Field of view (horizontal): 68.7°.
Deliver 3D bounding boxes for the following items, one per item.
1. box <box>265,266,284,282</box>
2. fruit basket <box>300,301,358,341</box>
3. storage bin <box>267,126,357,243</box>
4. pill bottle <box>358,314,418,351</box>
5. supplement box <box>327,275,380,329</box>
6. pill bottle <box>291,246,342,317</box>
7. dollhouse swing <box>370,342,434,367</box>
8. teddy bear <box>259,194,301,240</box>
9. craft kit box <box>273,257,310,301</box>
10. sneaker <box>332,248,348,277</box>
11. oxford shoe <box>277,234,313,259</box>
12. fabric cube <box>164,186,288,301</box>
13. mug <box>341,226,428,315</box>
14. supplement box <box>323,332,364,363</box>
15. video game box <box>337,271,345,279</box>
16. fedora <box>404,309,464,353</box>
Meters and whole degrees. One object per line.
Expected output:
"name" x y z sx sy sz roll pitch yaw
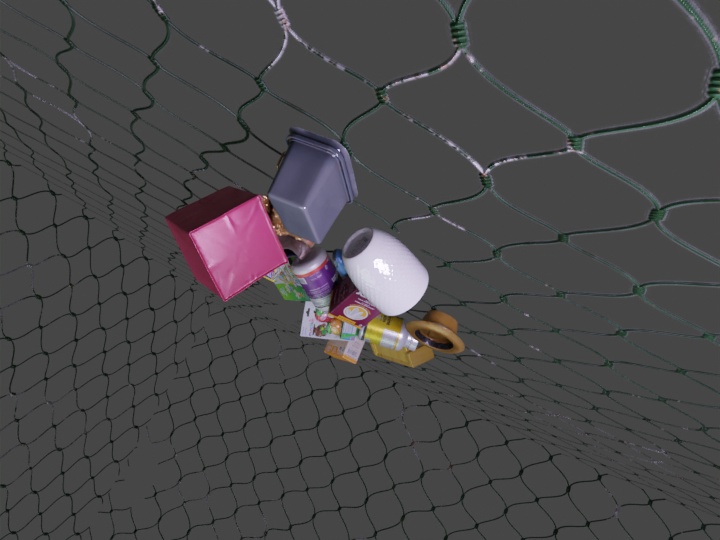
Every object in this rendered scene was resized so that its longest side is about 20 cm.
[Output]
"box" -0.282 -0.046 1.564 0.064 0.070 0.200 29 -168 -30
"fruit basket" -0.094 0.159 1.792 0.198 0.187 0.094 6 -157 -15
"storage bin" -0.104 -0.151 0.998 0.145 0.135 0.200 23 162 14
"pill bottle" 0.098 0.207 1.793 0.198 0.113 0.112 16 163 1
"supplement box" 0.010 0.063 1.402 0.110 0.086 0.200 25 139 -20
"pill bottle" -0.109 0.037 1.528 0.112 0.113 0.201 8 136 48
"dollhouse swing" 0.151 0.248 1.997 0.181 0.177 0.199 -15 -163 -42
"teddy bear" -0.194 -0.131 1.322 0.199 0.067 0.145 9 153 45
"craft kit box" -0.237 0.006 1.704 0.197 0.048 0.201 1 123 59
"sneaker" 0.000 0.000 1.448 0.078 0.066 0.200 -15 137 31
"oxford shoe" -0.228 -0.082 1.510 0.199 0.073 0.071 16 161 35
"fabric cube" -0.334 -0.077 1.320 0.199 0.199 0.197 21 137 52
"mug" 0.038 -0.020 1.201 0.175 0.148 0.200 44 -173 -33
"supplement box" -0.040 0.227 1.932 0.073 0.201 0.126 33 162 -34
"video game box" 0.006 0.068 1.653 0.199 0.047 0.182 34 160 -21
"fedora" 0.229 0.172 1.559 0.199 0.082 0.201 23 158 10
